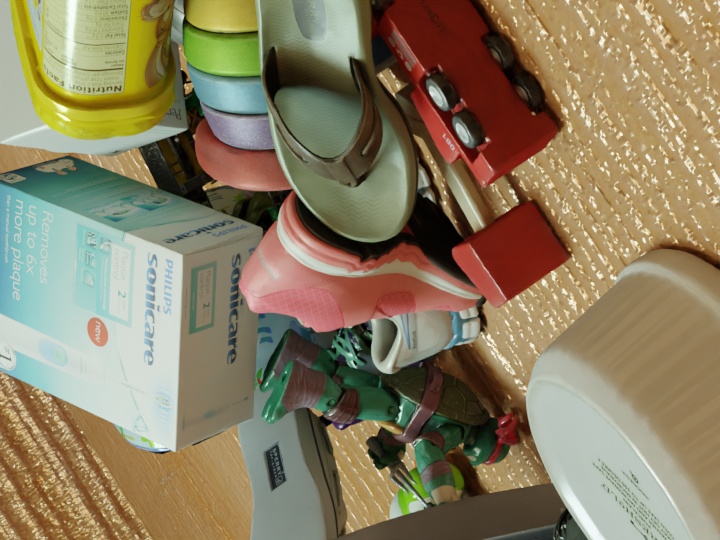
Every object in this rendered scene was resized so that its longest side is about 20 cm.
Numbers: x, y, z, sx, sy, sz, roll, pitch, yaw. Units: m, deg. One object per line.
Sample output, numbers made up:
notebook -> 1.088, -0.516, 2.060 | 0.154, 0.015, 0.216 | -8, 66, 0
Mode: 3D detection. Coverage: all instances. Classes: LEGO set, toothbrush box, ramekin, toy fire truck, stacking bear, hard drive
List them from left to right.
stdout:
toothbrush box -> -0.168, 0.020, 1.596 | 0.199, 0.085, 0.148 | 21, 117, 35
stacking bear -> -0.055, -0.159, 1.310 | 0.114, 0.120, 0.202 | -95, -5, -65
LEGO set -> -0.062, -0.069, 1.607 | 0.154, 0.116, 0.201 | -34, 87, 48
toy fire truck -> 0.052, -0.086, 1.271 | 0.201, 0.049, 0.141 | 56, 164, 6
hard drive -> 0.072, 0.197, 1.501 | 0.135, 0.198, 0.043 | 81, 176, -56
ramekin -> 0.168, 0.096, 1.181 | 0.203, 0.094, 0.203 | 51, 163, 23

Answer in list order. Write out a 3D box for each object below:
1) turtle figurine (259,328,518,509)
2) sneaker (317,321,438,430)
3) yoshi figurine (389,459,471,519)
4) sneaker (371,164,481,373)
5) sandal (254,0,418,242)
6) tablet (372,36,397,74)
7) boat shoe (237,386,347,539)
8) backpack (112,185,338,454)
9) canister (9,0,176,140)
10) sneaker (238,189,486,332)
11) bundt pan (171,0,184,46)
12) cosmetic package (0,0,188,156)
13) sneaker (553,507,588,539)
turtle figurine -> 0.031, 0.110, 1.570 | 0.199, 0.101, 0.150 | 25, 177, -11
sneaker -> 0.005, 0.060, 1.621 | 0.075, 0.087, 0.200 | 50, 163, 23
yoshi figurine -> 0.060, 0.229, 1.769 | 0.112, 0.112, 0.201 | 33, 153, 22
sneaker -> 0.008, -0.018, 1.470 | 0.075, 0.086, 0.201 | 28, 146, 62
sandal -> -0.022, -0.091, 1.230 | 0.058, 0.079, 0.202 | -76, -23, -46
tablet -> -0.024, -0.176, 1.401 | 0.131, 0.014, 0.200 | 59, 164, -3
boat shoe -> -0.041, 0.170, 1.599 | 0.066, 0.072, 0.201 | 37, -154, -40
backpack -> -0.125, 0.032, 1.756 | 0.183, 0.199, 0.148 | 29, 148, 61
canister -> -0.149, -0.196, 1.290 | 0.201, 0.086, 0.149 | 102, 156, -50
sneaker -> 0.000, 0.000, 1.385 | 0.199, 0.087, 0.074 | 12, -139, -51
bundt pan -> -0.117, -0.228, 1.435 | 0.202, 0.075, 0.203 | 54, 160, 29
cosmetic package -> -0.190, -0.186, 1.537 | 0.084, 0.107, 0.202 | -15, 80, 39
sneaker -> 0.153, 0.162, 1.380 | 0.091, 0.076, 0.201 | 42, 157, 32
